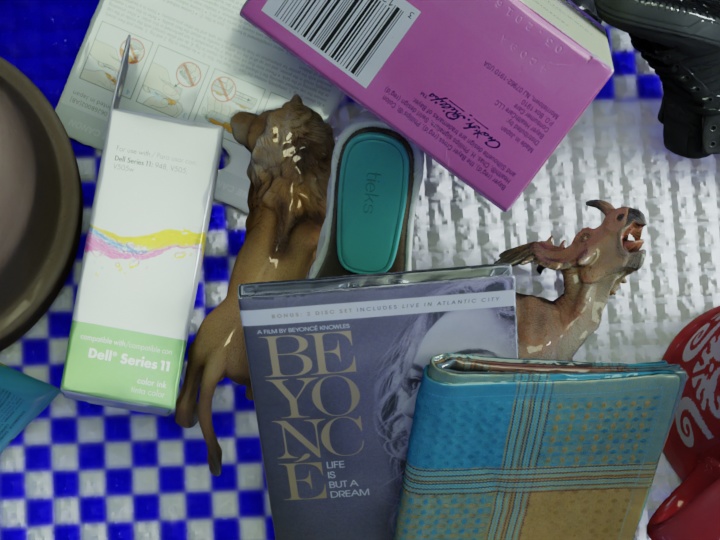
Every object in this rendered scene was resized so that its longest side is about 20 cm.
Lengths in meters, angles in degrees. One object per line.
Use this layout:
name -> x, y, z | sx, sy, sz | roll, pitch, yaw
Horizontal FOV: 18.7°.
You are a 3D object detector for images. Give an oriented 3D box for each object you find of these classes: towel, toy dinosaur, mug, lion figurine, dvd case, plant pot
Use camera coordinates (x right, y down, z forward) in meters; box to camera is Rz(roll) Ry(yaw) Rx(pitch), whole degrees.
towel -> 0.093, 0.126, 1.235 | 0.146, 0.201, 0.022 | 1, 40, -9
toy dinosaur -> 0.077, 0.036, 1.294 | 0.199, 0.086, 0.136 | -7, 69, 7
mug -> 0.255, 0.088, 1.247 | 0.133, 0.200, 0.179 | 16, 77, -6
lion figurine -> -0.058, 0.008, 1.244 | 0.072, 0.123, 0.201 | 12, 68, 1
dvd case -> 0.016, 0.082, 1.217 | 0.148, 0.201, 0.016 | -4, 39, 2
plant pot -> -0.252, -0.053, 1.206 | 0.199, 0.175, 0.202 | 1, 79, -7

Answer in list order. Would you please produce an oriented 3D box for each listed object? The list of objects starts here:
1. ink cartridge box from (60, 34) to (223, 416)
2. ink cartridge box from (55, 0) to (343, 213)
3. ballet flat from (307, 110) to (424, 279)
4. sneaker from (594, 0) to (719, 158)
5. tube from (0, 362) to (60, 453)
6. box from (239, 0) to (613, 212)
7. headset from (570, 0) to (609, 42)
ink cartridge box -> -0.121, -0.022, 1.244 | 0.067, 0.117, 0.201 | 10, 84, -6
ink cartridge box -> -0.078, -0.149, 1.331 | 0.161, 0.050, 0.201 | 22, 95, -5
ballet flat -> 0.000, 0.000, 1.229 | 0.069, 0.070, 0.201 | 9, 114, -7
sneaker -> 0.204, -0.110, 1.297 | 0.199, 0.060, 0.105 | 5, 118, -36
tube -> -0.244, 0.059, 1.186 | 0.077, 0.200, 0.050 | -44, 53, 4
box -> 0.041, -0.138, 1.207 | 0.176, 0.200, 0.097 | 36, 104, -4
headset -> 0.128, -0.178, 1.332 | 0.199, 0.094, 0.124 | 13, 78, -13
